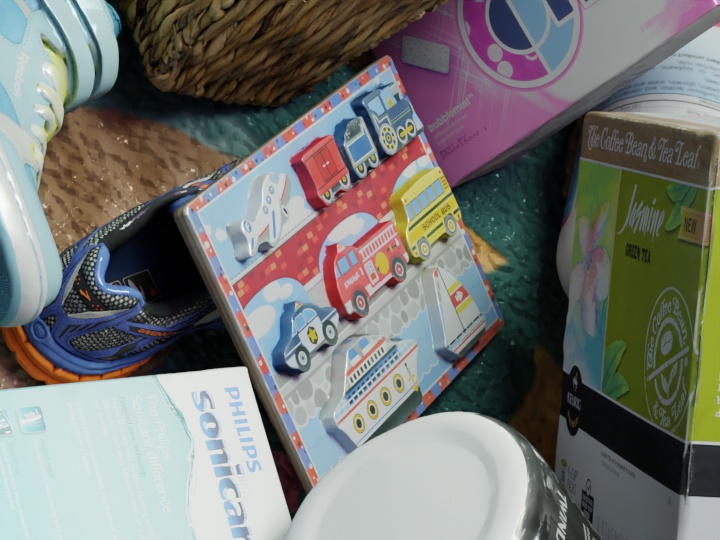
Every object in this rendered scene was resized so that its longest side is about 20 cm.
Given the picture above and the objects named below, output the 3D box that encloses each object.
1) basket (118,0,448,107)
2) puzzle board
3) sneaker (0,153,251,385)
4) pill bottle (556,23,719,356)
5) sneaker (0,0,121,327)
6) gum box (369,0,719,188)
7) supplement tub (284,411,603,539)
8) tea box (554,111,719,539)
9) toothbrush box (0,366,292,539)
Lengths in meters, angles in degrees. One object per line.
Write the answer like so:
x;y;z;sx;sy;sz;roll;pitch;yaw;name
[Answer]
-0.032;-0.188;1.099;0.143;0.200;0.149;3;62;-56;basket
0.000;0.000;1.091;0.200;0.017;0.151;-42;110;-53;puzzle board
-0.069;-0.009;1.070;0.200;0.078;0.075;-35;87;-40;sneaker
0.161;-0.033;1.212;0.109;0.109;0.200;28;53;-17;pill bottle
-0.146;-0.069;1.040;0.130;0.080;0.200;-10;61;-37;sneaker
0.091;-0.136;1.170;0.066;0.200;0.114;-23;82;-51;gum box
0.063;0.162;0.968;0.200;0.122;0.123;53;43;-35;supplement tub
0.176;0.034;1.025;0.133;0.200;0.197;4;95;-10;tea box
-0.127;0.128;0.952;0.200;0.085;0.147;-5;68;-35;toothbrush box
